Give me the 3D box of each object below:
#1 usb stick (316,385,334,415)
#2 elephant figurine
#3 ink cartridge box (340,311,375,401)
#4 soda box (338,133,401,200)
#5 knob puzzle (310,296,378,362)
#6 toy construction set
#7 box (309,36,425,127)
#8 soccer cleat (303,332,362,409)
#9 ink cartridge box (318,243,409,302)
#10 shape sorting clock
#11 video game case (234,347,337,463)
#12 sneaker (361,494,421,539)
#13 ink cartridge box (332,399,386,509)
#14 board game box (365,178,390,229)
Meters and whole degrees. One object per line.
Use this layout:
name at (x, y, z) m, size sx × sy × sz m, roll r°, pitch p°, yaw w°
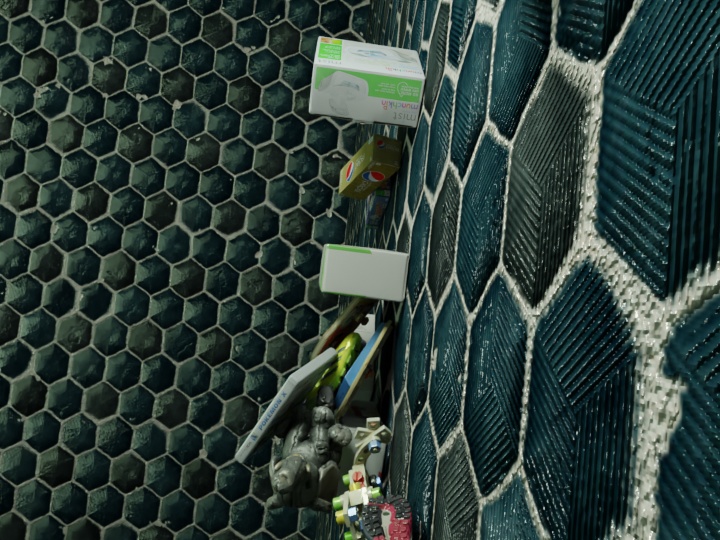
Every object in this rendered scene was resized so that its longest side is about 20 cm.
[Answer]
usb stick at (-0.065, 0.294, 1.102) m, size 0.056 × 0.032 × 0.202 m, roll -97°, pitch 9°, yaw -58°
elephant figurine at (-0.097, 0.324, 0.968) m, size 0.141 × 0.155 × 0.201 m, roll -33°, pitch 20°, yaw 27°
ink cartridge box at (-0.018, 0.220, 1.400) m, size 0.146 × 0.083 × 0.202 m, roll 102°, pitch 173°, yaw -49°
soda box at (0.018, -0.222, 1.344) m, size 0.200 × 0.067 × 0.065 m, roll 149°, pitch 129°, yaw -64°
knob puzzle at (-0.030, 0.127, 1.230) m, size 0.220 × 0.030 × 0.220 m, roll -46°, pitch -12°, yaw -13°
toy construction set at (0.005, 0.336, 0.957) m, size 0.201 × 0.091 × 0.132 m, roll -78°, pitch -26°, yaw -53°
box at (0.009, -0.350, 1.137) m, size 0.177 × 0.197 × 0.098 m, roll -89°, pitch 8°, yaw -56°
soccer cleat at (-0.063, 0.202, 1.186) m, size 0.202 × 0.083 × 0.065 m, roll -64°, pitch -22°, yaw 11°
ink cartridge box at (0.000, 0.000, 1.114) m, size 0.200 × 0.143 × 0.085 m, roll -150°, pitch 67°, yaw -84°
shape sorting clock at (0.008, 0.180, 1.107) m, size 0.201 × 0.039 × 0.200 m, roll -56°, pitch -8°, yaw -11°
video game case at (-0.125, 0.231, 1.081) m, size 0.183 × 0.022 × 0.200 m, roll -56°, pitch -9°, yaw 15°
sneaker at (0.039, 0.342, 0.695) m, size 0.200 × 0.079 × 0.076 m, roll -73°, pitch -24°, yaw -75°
ink cartridge box at (-0.009, 0.341, 1.152) m, size 0.200 × 0.082 × 0.148 m, roll -143°, pitch 60°, yaw -85°
board game box at (0.043, -0.200, 1.486) m, size 0.200 × 0.034 × 0.137 m, roll 112°, pitch 163°, yaw -73°
